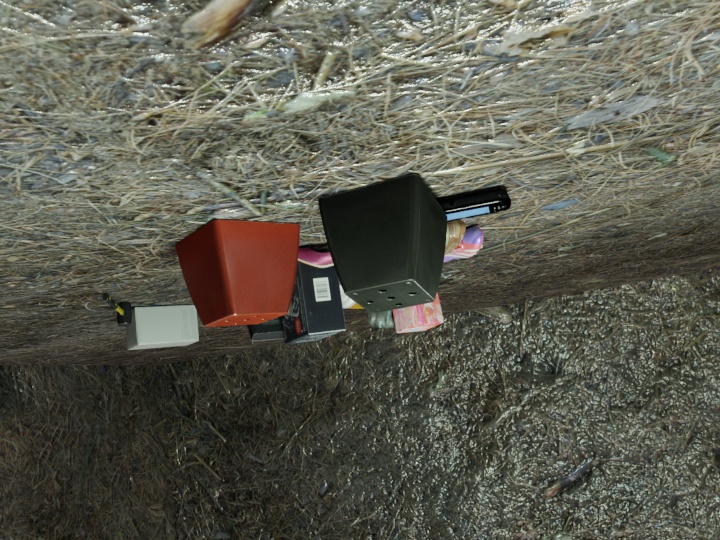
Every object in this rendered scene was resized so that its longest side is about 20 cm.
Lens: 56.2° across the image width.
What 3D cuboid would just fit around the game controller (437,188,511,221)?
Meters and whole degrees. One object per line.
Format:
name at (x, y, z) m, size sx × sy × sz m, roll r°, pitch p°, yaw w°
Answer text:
game controller at (0.204, -0.121, 1.355) m, size 0.195 × 0.043 × 0.104 m, roll -10°, pitch 163°, yaw 12°

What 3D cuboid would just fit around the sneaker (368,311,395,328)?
sneaker at (0.084, 0.071, 1.872) m, size 0.078 × 0.204 × 0.076 m, roll 13°, pitch 157°, yaw 16°

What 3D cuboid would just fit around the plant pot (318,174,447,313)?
plant pot at (0.050, -0.033, 1.241) m, size 0.195 × 0.182 × 0.200 m, roll -11°, pitch 158°, yaw 21°

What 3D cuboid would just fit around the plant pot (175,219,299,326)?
plant pot at (-0.243, 0.014, 1.372) m, size 0.197 × 0.181 × 0.198 m, roll 1°, pitch 166°, yaw -38°

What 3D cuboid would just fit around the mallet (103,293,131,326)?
mallet at (-0.676, 0.112, 1.870) m, size 0.040 × 0.068 × 0.200 m, roll -5°, pitch 169°, yaw -5°

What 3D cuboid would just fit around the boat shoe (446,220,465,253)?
boat shoe at (0.199, -0.069, 1.555) m, size 0.070 × 0.078 × 0.200 m, roll -9°, pitch 171°, yaw -6°

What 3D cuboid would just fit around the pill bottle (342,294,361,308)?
pill bottle at (-0.023, 0.051, 1.914) m, size 0.109 × 0.114 × 0.198 m, roll -15°, pitch 167°, yaw 36°

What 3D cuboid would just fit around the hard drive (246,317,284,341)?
hard drive at (-0.247, 0.096, 1.798) m, size 0.137 × 0.202 × 0.033 m, roll -2°, pitch 136°, yaw -27°

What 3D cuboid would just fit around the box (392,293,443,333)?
box at (0.140, 0.055, 1.803) m, size 0.101 × 0.205 × 0.094 m, roll -2°, pitch 163°, yaw -29°

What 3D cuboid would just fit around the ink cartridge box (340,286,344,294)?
ink cartridge box at (0.000, 0.000, 1.732) m, size 0.144 × 0.088 × 0.198 m, roll 1°, pitch 167°, yaw -37°

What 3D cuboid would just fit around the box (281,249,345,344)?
box at (-0.129, 0.069, 1.684) m, size 0.102 × 0.205 × 0.182 m, roll -4°, pitch 169°, yaw -25°

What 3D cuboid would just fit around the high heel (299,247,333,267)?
high heel at (-0.069, -0.050, 1.575) m, size 0.195 × 0.098 × 0.067 m, roll 14°, pitch 179°, yaw 2°

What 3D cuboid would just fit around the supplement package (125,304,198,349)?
supplement package at (-0.624, 0.178, 2.118) m, size 0.197 × 0.120 × 0.116 m, roll -1°, pitch 168°, yaw -37°

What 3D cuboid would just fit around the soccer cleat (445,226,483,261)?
soccer cleat at (0.225, -0.060, 1.654) m, size 0.075 × 0.068 × 0.199 m, roll 0°, pitch 170°, yaw -27°

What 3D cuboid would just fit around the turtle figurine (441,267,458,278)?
turtle figurine at (0.106, -0.018, 1.475) m, size 0.195 × 0.103 × 0.149 m, roll 2°, pitch 164°, yaw -22°
